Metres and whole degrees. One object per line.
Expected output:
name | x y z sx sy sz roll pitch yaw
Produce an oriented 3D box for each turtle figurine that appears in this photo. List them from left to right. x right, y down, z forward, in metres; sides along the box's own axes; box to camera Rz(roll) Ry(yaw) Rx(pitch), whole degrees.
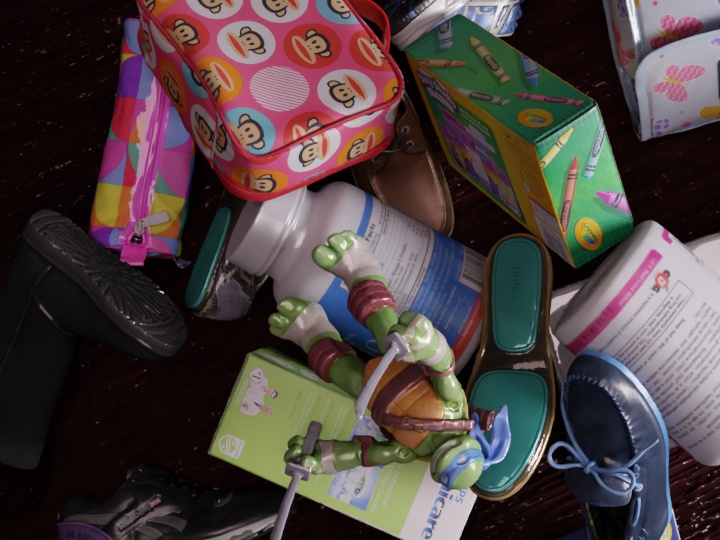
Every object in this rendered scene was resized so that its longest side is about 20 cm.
turtle figurine | -0.008 0.071 1.039 0.198 0.145 0.195 -16 48 -21

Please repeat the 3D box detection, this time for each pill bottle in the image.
pill bottle | 0.000 0.000 1.188 0.198 0.112 0.113 27 89 -12
pill bottle | 0.250 0.069 1.114 0.200 0.113 0.114 41 90 2

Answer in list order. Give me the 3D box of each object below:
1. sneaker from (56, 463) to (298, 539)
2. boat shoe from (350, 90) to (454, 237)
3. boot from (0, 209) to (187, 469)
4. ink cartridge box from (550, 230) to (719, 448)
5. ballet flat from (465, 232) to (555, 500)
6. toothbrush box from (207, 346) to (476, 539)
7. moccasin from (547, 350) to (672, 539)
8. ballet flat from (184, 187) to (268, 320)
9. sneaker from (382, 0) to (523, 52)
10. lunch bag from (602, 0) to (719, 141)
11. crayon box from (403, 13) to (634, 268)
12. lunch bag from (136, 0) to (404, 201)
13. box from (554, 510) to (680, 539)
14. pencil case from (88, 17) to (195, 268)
sneaker | -0.152 0.193 1.232 0.198 0.076 0.089 -17 82 1
boat shoe | 0.016 -0.108 1.234 0.071 0.068 0.202 -28 88 0
boot | -0.236 0.080 1.199 0.165 0.065 0.201 40 114 20
ink cartridge box | 0.249 0.058 1.213 0.198 0.084 0.148 -18 89 1
ballet flat | 0.115 0.075 1.127 0.068 0.063 0.202 7 73 12
toothbrush box | -0.006 0.137 1.190 0.198 0.146 0.087 22 90 2
moccasin | 0.186 0.148 1.112 0.068 0.080 0.201 -44 129 -26
ballet flat | -0.087 -0.055 1.246 0.071 0.072 0.203 16 89 2
sneaker | 0.107 -0.238 1.242 0.200 0.076 0.077 -41 115 -2
lunch bag | 0.280 -0.216 1.198 0.167 0.127 0.202 -12 109 2
crayon box | 0.117 -0.101 1.149 0.058 0.200 0.119 -32 128 -9
lunch bag | -0.060 -0.164 1.151 0.175 0.082 0.201 -24 65 -20
box | 0.171 0.272 1.206 0.198 0.032 0.123 -21 102 -17
pencil case | -0.168 -0.103 1.234 0.087 0.088 0.203 8 88 2
